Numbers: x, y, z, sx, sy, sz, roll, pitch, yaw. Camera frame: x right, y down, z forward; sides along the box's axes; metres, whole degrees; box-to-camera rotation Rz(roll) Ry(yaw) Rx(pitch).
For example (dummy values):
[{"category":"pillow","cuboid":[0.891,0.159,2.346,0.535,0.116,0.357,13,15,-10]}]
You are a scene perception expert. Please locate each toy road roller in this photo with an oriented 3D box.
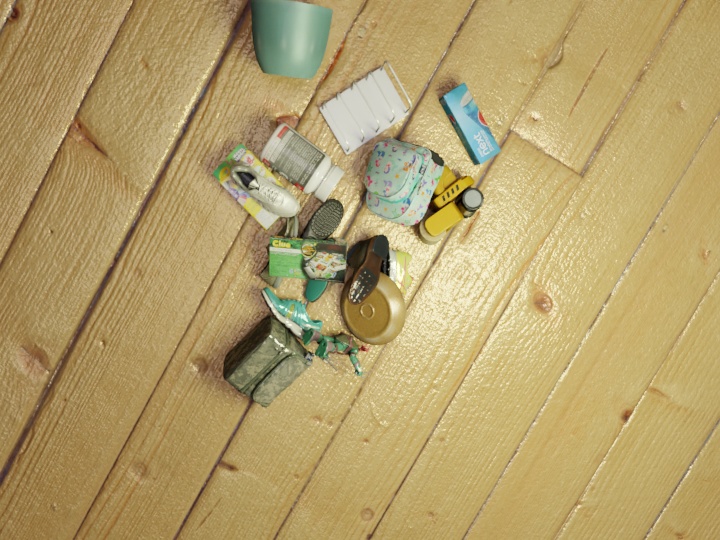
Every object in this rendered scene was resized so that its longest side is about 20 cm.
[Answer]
[{"category":"toy road roller","cuboid":[0.214,-0.177,1.472,0.199,0.123,0.147,-37,85,-2]}]

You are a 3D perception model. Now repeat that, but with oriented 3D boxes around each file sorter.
[{"category":"file sorter","cuboid":[0.013,-0.411,1.423,0.198,0.125,0.140,-33,98,1]}]

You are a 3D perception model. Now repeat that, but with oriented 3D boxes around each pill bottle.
[{"category":"pill bottle","cuboid":[-0.147,-0.271,1.434,0.199,0.114,0.115,36,94,-7]}]

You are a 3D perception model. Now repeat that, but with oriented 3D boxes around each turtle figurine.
[{"category":"turtle figurine","cuboid":[-0.058,0.214,1.501,0.199,0.148,0.102,30,74,-46]}]

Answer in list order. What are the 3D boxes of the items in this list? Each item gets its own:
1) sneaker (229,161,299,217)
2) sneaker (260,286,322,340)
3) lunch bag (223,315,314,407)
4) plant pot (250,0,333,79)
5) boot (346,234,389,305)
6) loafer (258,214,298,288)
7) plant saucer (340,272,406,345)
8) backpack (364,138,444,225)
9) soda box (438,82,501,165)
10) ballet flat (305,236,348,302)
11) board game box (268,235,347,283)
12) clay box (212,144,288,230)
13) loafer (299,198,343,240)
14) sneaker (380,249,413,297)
[{"category":"sneaker","cuboid":[-0.242,-0.198,1.407,0.198,0.081,0.076,32,92,-9]},{"category":"sneaker","cuboid":[-0.185,0.108,1.506,0.200,0.077,0.080,43,84,-17]},{"category":"lunch bag","cuboid":[-0.240,0.245,1.487,0.200,0.139,0.168,-44,114,3]},{"category":"plant pot","cuboid":[-0.171,-0.555,1.364,0.196,0.201,0.164,6,110,-5]},{"category":"boot","cuboid":[0.000,0.000,1.457,0.075,0.096,0.202,40,65,-30]},{"category":"loafer","cuboid":[-0.214,-0.054,1.476,0.068,0.075,0.204,18,96,-10]},{"category":"plant saucer","cuboid":[0.024,0.103,1.483,0.197,0.035,0.205,6,102,27]},{"category":"backpack","cuboid":[0.100,-0.221,1.425,0.149,0.176,0.204,6,106,-49]},{"category":"soda box","cuboid":[0.286,-0.381,1.476,0.067,0.064,0.202,-31,99,1]},{"category":"ballet flat","cuboid":[-0.082,0.002,1.490,0.068,0.067,0.202,46,123,31]},{"category":"board game box","cuboid":[-0.133,-0.028,1.428,0.196,0.024,0.107,6,114,1]},{"category":"clay box","cuboid":[-0.275,-0.217,1.465,0.115,0.048,0.200,-44,97,2]},{"category":"loafer","cuboid":[-0.120,-0.104,1.477,0.073,0.071,0.201,37,89,-20]},{"category":"sneaker","cuboid":[0.104,0.043,1.513,0.089,0.078,0.204,-5,109,-24]}]
